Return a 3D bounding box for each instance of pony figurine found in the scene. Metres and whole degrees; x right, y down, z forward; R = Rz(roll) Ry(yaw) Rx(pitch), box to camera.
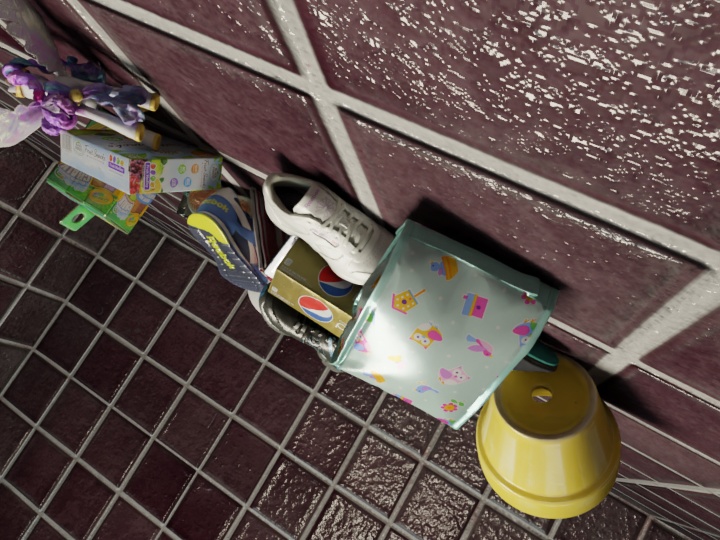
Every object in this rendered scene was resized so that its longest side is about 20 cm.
[{"bbox_3d":[-0.346,-0.206,0.691,0.199,0.167,0.193,16,-176,-10],"label":"pony figurine"}]

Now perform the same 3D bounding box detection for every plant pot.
[{"bbox_3d":[0.256,0.212,0.815,0.200,0.201,0.189,24,152,34],"label":"plant pot"}]

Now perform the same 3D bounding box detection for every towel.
[{"bbox_3d":[-0.121,-0.029,0.940,0.023,0.144,0.200,-16,157,9],"label":"towel"}]

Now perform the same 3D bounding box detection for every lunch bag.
[{"bbox_3d":[0.082,0.047,0.609,0.170,0.122,0.200,26,134,-2],"label":"lunch bag"}]

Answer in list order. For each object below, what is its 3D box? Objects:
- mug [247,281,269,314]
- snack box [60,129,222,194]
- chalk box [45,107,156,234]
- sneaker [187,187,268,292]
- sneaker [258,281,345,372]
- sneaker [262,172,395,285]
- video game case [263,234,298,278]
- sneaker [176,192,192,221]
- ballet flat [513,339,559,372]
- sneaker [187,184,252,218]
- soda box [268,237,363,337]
[{"bbox_3d":[-0.112,0.056,1.140,0.175,0.147,0.201,6,119,60],"label":"mug"},{"bbox_3d":[-0.314,-0.160,0.841,0.200,0.053,0.142,25,-154,36],"label":"snack box"},{"bbox_3d":[-0.442,-0.151,1.028,0.124,0.200,0.124,31,170,2],"label":"chalk box"},{"bbox_3d":[-0.182,-0.040,0.890,0.074,0.082,0.200,8,145,20],"label":"sneaker"},{"bbox_3d":[-0.059,0.080,0.861,0.200,0.073,0.082,40,153,-27],"label":"sneaker"},{"bbox_3d":[-0.032,-0.047,0.678,0.200,0.075,0.100,29,169,7],"label":"sneaker"},{"bbox_3d":[-0.014,0.009,0.801,0.200,0.019,0.143,34,125,-12],"label":"video game case"},{"bbox_3d":[-0.301,-0.114,1.153,0.075,0.079,0.200,28,171,15],"label":"sneaker"},{"bbox_3d":[0.156,0.084,0.761,0.200,0.073,0.073,33,170,-2],"label":"ballet flat"},{"bbox_3d":[-0.221,-0.098,1.003,0.200,0.071,0.080,28,173,40],"label":"sneaker"},{"bbox_3d":[-0.013,0.044,0.744,0.200,0.064,0.068,32,147,0],"label":"soda box"}]
